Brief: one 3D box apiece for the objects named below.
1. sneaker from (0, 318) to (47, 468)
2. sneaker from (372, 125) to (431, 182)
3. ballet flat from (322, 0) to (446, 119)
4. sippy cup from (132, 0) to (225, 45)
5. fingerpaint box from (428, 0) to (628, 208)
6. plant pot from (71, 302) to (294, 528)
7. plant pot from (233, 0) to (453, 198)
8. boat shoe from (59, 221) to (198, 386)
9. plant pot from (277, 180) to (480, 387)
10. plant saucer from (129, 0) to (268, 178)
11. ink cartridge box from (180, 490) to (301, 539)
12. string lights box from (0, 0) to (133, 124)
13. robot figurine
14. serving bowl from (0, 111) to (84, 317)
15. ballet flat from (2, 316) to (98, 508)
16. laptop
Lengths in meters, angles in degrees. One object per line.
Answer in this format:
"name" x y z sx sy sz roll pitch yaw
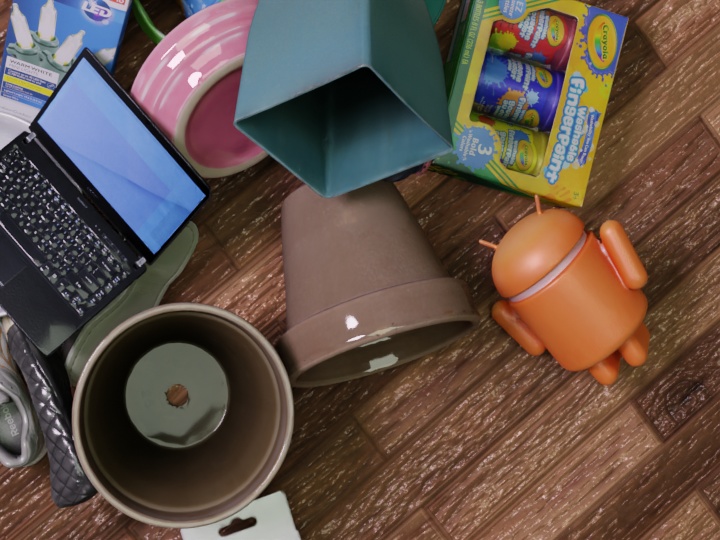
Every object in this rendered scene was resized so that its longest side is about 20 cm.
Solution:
"sneaker" -0.359 0.099 1.253 0.075 0.092 0.201 -33 96 -7
"sneaker" 0.045 -0.121 1.273 0.070 0.201 0.082 -43 111 14
"ballet flat" 0.010 -0.218 1.304 0.067 0.070 0.201 40 74 -15
"sippy cup" -0.135 -0.296 1.273 0.131 0.139 0.177 52 40 3
"fingerpaint box" 0.167 -0.183 1.353 0.165 0.073 0.203 15 89 -10
"plant pot" -0.170 0.126 1.248 0.197 0.173 0.203 0 92 -10
"plant pot" -0.014 -0.200 1.169 0.141 0.140 0.203 37 44 -46
"boat shoe" -0.236 0.021 1.292 0.060 0.071 0.202 40 98 35
"plant pot" 0.000 0.000 1.283 0.197 0.200 0.177 -14 78 -10
"plant saucer" -0.122 -0.161 1.242 0.199 0.201 0.051 -36 61 -8
"ink cartridge box" -0.103 0.326 1.319 0.114 0.068 0.203 -17 95 -10
"string lights box" -0.271 -0.220 1.215 0.101 0.201 0.059 17 46 -10
"robot figurine" 0.215 0.020 1.346 0.200 0.144 0.117 48 67 -8
"serving bowl" -0.364 -0.048 1.253 0.197 0.066 0.203 3 78 -13
"ballet flat" -0.298 0.125 1.234 0.056 0.066 0.202 -28 74 6
"laptop" -0.267 -0.059 1.190 0.200 0.103 0.178 -42 89 -18
